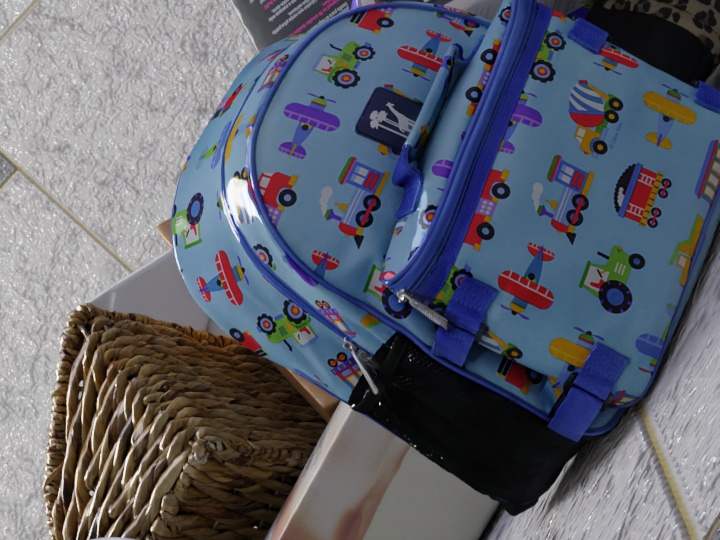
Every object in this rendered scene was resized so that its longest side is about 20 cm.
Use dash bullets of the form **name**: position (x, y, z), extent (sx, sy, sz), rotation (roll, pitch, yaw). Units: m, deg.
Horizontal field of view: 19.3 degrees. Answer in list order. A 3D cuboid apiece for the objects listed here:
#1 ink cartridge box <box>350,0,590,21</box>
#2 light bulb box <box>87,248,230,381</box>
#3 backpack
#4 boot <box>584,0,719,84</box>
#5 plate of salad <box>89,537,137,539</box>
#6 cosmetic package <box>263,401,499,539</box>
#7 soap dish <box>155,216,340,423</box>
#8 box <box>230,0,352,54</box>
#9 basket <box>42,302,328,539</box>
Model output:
- **ink cartridge box**: position (0.038, -0.117, 1.091), extent (0.199, 0.044, 0.198), rotation (-30, -9, -10)
- **light bulb box**: position (-0.063, 0.063, 1.446), extent (0.124, 0.199, 0.200), rotation (-30, 0, 13)
- **backpack**: position (0.032, -0.029, 0.860), extent (0.183, 0.199, 0.135), rotation (-61, 1, -27)
- **boot**: position (0.089, -0.073, 1.070), extent (0.203, 0.074, 0.154), rotation (0, 50, 49)
- **plate of salad**: position (-0.136, 0.229, 1.023), extent (0.048, 0.200, 0.201), rotation (18, -76, -51)
- **cosmetic package**: position (0.013, 0.113, 1.035), extent (0.201, 0.087, 0.103), rotation (-61, 1, 12)
- **soap dish**: position (0.000, 0.000, 1.177), extent (0.157, 0.200, 0.082), rotation (-28, -48, -17)
- **box**: position (0.038, -0.187, 1.212), extent (0.199, 0.115, 0.132), rotation (-32, -9, 33)
- **basket**: position (-0.081, 0.126, 1.170), extent (0.199, 0.149, 0.143), rotation (14, -72, -45)
